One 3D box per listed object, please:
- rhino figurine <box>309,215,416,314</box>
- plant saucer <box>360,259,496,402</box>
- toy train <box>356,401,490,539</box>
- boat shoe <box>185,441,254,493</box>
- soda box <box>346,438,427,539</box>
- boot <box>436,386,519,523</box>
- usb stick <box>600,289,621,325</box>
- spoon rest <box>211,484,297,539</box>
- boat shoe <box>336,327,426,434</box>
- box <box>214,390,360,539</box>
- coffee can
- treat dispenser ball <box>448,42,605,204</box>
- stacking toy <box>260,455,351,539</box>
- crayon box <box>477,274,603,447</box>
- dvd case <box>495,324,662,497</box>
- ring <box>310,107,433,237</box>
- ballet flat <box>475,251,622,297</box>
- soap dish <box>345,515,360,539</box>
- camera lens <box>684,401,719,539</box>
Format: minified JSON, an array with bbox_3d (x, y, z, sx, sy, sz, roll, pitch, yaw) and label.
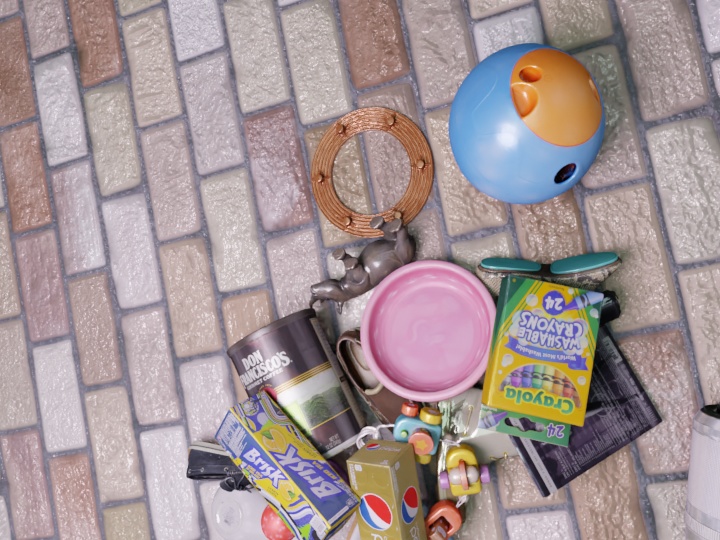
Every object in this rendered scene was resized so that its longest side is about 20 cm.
[{"bbox_3d":[0.000,0.000,0.949,0.199,0.087,0.060,-38,46,13],"label":"rhino figurine"},{"bbox_3d":[0.100,0.087,0.906,0.197,0.051,0.204,-6,69,16],"label":"plant saucer"},{"bbox_3d":[0.088,0.280,0.846,0.150,0.056,0.201,-37,93,9],"label":"toy train"},{"bbox_3d":[-0.190,0.317,0.994,0.197,0.075,0.063,5,61,21],"label":"boat shoe"},{"bbox_3d":[0.041,0.329,0.825,0.067,0.064,0.203,-3,102,33],"label":"soda box"},{"bbox_3d":[0.186,0.263,0.897,0.152,0.072,0.204,-1,88,13],"label":"boot"},{"bbox_3d":[0.267,0.086,0.886,0.198,0.055,0.033,-27,51,14],"label":"usb stick"},{"bbox_3d":[-0.160,0.410,1.005,0.198,0.060,0.101,26,95,28],"label":"spoon rest"},{"bbox_3d":[0.028,0.178,0.939,0.075,0.075,0.203,-42,79,11],"label":"boat shoe"},{"bbox_3d":[-0.096,0.257,0.821,0.200,0.070,0.065,44,123,20],"label":"box"},{"bbox_3d":[-0.091,0.178,0.936,0.145,0.146,0.202,-29,82,13],"label":"coffee can"},{"bbox_3d":[0.215,-0.190,0.828,0.198,0.201,0.204,0,89,16],"label":"treat dispenser ball"},{"bbox_3d":[-0.080,0.327,0.899,0.084,0.199,0.087,0,90,23],"label":"stacking toy"},{"bbox_3d":[0.231,0.118,0.818,0.124,0.052,0.203,11,84,3],"label":"crayon box"},{"bbox_3d":[0.289,0.187,0.856,0.198,0.016,0.150,-28,81,-11],"label":"dvd case"},{"bbox_3d":[0.014,-0.152,0.979,0.197,0.019,0.204,0,89,17],"label":"ring"},{"bbox_3d":[0.262,0.017,0.889,0.197,0.068,0.076,-3,110,21],"label":"ballet flat"},{"bbox_3d":[0.063,0.452,0.921,0.198,0.081,0.159,24,95,15],"label":"soap dish"},{"bbox_3d":[0.483,0.268,0.764,0.157,0.160,0.204,5,90,16],"label":"camera lens"}]
